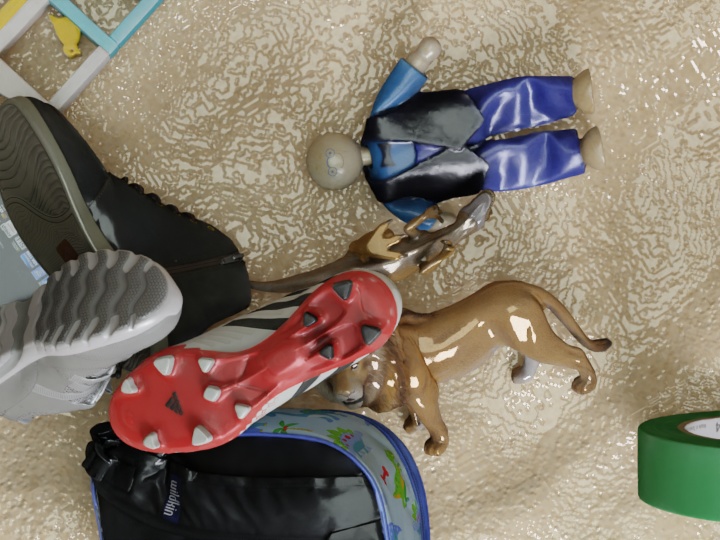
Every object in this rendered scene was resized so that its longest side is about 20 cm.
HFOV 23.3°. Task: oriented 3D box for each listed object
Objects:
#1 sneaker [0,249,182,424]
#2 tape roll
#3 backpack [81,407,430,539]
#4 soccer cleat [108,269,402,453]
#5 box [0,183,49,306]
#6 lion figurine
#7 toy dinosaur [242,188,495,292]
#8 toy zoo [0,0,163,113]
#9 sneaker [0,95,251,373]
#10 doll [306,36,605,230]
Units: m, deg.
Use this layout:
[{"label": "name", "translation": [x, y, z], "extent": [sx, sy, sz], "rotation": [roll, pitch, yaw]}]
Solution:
[{"label": "sneaker", "translation": [-0.177, 0.047, 1.110], "extent": [0.082, 0.199, 0.075], "rotation": [40, 48, -33]}, {"label": "tape roll", "translation": [0.280, 0.125, 1.129], "extent": [0.199, 0.200, 0.048], "rotation": [0, 93, -2]}, {"label": "backpack", "translation": [-0.055, 0.175, 1.134], "extent": [0.199, 0.147, 0.184], "rotation": [-6, 94, 21]}, {"label": "soccer cleat", "translation": [-0.062, 0.057, 1.080], "extent": [0.199, 0.085, 0.069], "rotation": [-28, 87, 12]}, {"label": "box", "translation": [-0.310, -0.021, 1.180], "extent": [0.160, 0.044, 0.200], "rotation": [-33, 94, -1]}, {"label": "lion figurine", "translation": [0.066, 0.049, 1.166], "extent": [0.199, 0.073, 0.123], "rotation": [-26, 120, -6]}, {"label": "toy dinosaur", "translation": [0.000, 0.000, 1.156], "extent": [0.199, 0.106, 0.061], "rotation": [-15, 94, 1]}, {"label": "toy zoo", "translation": [-0.212, -0.193, 1.175], "extent": [0.131, 0.020, 0.200], "rotation": [42, 84, -3]}, {"label": "sneaker", "translation": [-0.161, -0.035, 1.164], "extent": [0.106, 0.075, 0.201], "rotation": [-30, 89, -44]}, {"label": "doll", "translation": [0.061, -0.091, 1.187], "extent": [0.199, 0.048, 0.137], "rotation": [-11, 103, 3]}]
